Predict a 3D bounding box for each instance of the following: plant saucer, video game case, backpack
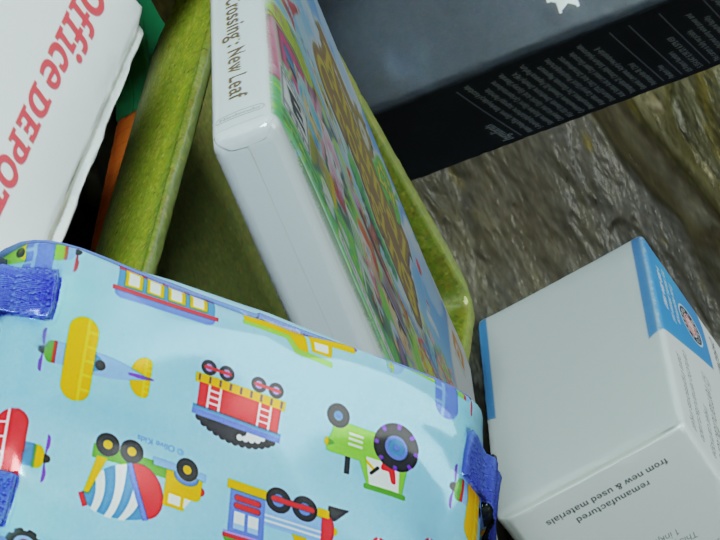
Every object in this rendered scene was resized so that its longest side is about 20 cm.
[{"bbox_3d":[-0.030,0.015,0.910,0.200,0.048,0.200,-79,147,-46],"label":"plant saucer"},{"bbox_3d":[0.000,0.000,0.829,0.182,0.022,0.200,-97,165,-61],"label":"video game case"},{"bbox_3d":[-0.062,0.118,0.678,0.182,0.135,0.200,24,52,-17],"label":"backpack"}]

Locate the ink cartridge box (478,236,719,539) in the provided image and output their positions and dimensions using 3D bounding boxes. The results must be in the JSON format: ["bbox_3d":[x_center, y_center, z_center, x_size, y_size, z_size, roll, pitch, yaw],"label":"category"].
[{"bbox_3d":[0.136,0.109,1.100,0.200,0.085,0.145,54,17,-26],"label":"ink cartridge box"}]

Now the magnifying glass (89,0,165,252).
[{"bbox_3d":[-0.072,-0.062,0.956,0.080,0.022,0.200,48,31,-34],"label":"magnifying glass"}]

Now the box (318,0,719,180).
[{"bbox_3d":[0.060,-0.139,1.038,0.107,0.200,0.149,22,49,-68],"label":"box"}]

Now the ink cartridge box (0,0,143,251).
[{"bbox_3d":[-0.161,-0.089,0.740,0.200,0.084,0.145,52,31,-26],"label":"ink cartridge box"}]
